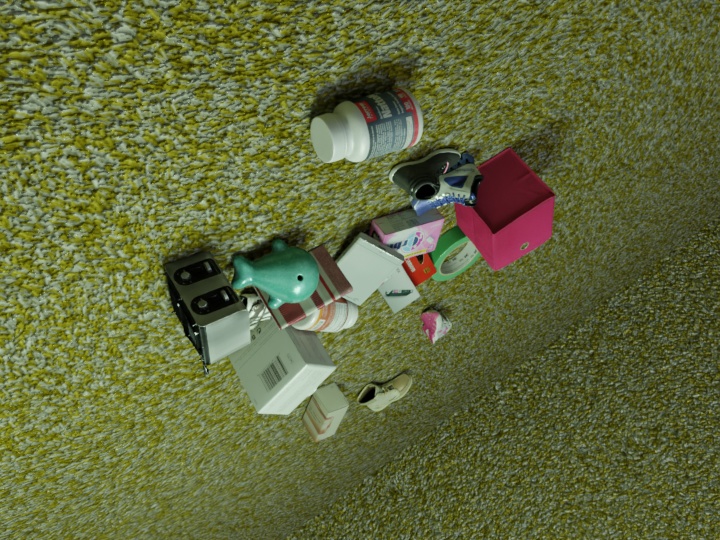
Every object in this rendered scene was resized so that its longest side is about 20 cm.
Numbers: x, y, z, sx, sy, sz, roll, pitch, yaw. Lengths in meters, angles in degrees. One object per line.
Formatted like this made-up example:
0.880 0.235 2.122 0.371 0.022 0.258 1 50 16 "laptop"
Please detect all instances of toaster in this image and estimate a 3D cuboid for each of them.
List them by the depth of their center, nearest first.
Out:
-0.325 0.087 1.512 0.118 0.181 0.200 -24 149 -23 "toaster"

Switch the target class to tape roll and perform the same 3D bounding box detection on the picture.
0.281 -0.053 2.100 0.200 0.048 0.201 -26 151 -16 "tape roll"

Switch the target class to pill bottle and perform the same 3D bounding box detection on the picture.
0.011 -0.278 1.385 0.200 0.120 0.120 -21 149 -26 "pill bottle"
-0.096 0.104 1.862 0.112 0.112 0.200 -47 151 20 "pill bottle"

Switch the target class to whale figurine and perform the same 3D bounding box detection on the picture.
-0.186 0.009 1.593 0.200 0.104 0.160 5 94 -26 "whale figurine"

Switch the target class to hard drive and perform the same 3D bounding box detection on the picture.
0.000 0.000 1.797 0.132 0.027 0.200 28 131 -19 "hard drive"

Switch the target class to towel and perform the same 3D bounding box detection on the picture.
-0.137 0.040 1.684 0.200 0.144 0.023 -29 155 -13 "towel"

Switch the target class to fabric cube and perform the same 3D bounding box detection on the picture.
0.379 -0.160 1.883 0.196 0.200 0.199 -31 151 -5 "fabric cube"

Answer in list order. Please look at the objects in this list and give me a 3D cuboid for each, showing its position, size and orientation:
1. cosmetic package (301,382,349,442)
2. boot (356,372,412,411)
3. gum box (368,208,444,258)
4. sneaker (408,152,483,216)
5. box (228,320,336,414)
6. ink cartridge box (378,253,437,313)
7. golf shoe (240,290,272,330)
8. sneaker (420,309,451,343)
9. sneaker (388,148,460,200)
-0.123 0.486 2.428 0.087 0.103 0.200 -16 145 -33 "cosmetic package"
0.091 0.441 2.628 0.200 0.072 0.155 -39 149 7 "boot"
0.108 -0.089 1.825 0.200 0.066 0.114 -17 141 -28 "gum box"
0.224 -0.193 1.753 0.199 0.115 0.081 -37 151 3 "sneaker"
-0.206 0.237 1.851 0.199 0.200 0.131 -45 149 17 "box"
0.122 0.009 1.973 0.173 0.044 0.200 -34 136 0 "ink cartridge box"
-0.234 0.080 1.712 0.200 0.078 0.095 -33 152 -7 "golf shoe"
0.261 0.173 2.401 0.088 0.081 0.200 -32 160 -9 "sneaker"
0.174 -0.221 1.673 0.200 0.099 0.071 -22 147 -26 "sneaker"
